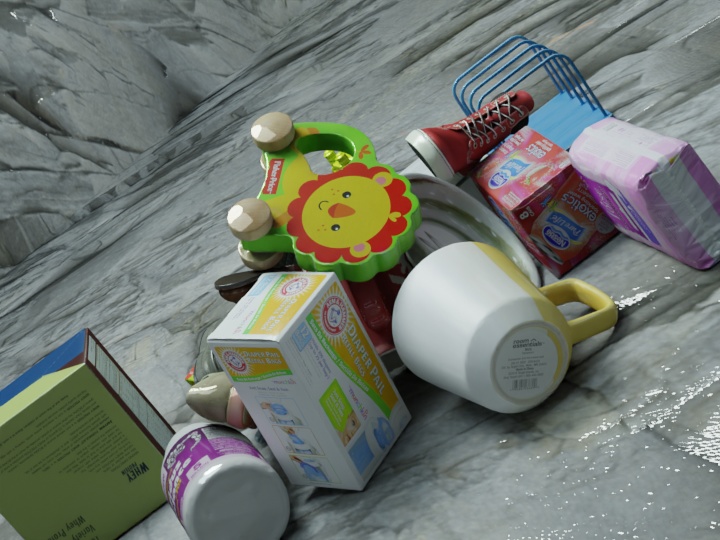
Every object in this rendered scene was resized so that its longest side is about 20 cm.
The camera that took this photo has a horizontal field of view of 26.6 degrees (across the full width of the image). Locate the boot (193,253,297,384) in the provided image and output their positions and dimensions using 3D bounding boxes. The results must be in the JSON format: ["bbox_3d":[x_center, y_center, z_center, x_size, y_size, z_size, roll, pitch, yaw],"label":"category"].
[{"bbox_3d":[-0.140,0.049,1.807,0.130,0.068,0.201,-31,30,34],"label":"boot"}]

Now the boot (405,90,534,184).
[{"bbox_3d":[0.134,-0.167,1.782,0.144,0.073,0.200,-37,-7,11],"label":"boot"}]

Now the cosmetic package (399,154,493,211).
[{"bbox_3d":[0.118,-0.101,1.967,0.102,0.074,0.200,-39,21,-7],"label":"cosmetic package"}]

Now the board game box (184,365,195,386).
[{"bbox_3d":[-0.131,0.078,1.942,0.200,0.048,0.101,-53,21,-17],"label":"board game box"}]

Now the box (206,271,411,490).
[{"bbox_3d":[-0.049,0.111,1.542,0.101,0.201,0.113,-1,39,40],"label":"box"}]

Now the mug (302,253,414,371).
[{"bbox_3d":[0.009,-0.002,1.644,0.133,0.201,0.178,-17,-14,-25],"label":"mug"}]

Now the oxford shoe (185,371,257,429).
[{"bbox_3d":[-0.145,0.135,1.688,0.200,0.073,0.071,57,-136,-83],"label":"oxford shoe"}]

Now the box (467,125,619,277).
[{"bbox_3d":[0.204,-0.081,1.715,0.095,0.100,0.200,-37,19,1],"label":"box"}]

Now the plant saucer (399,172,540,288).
[{"bbox_3d":[0.102,-0.021,1.640,0.050,0.200,0.200,-51,11,27],"label":"plant saucer"}]

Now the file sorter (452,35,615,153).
[{"bbox_3d":[0.215,-0.214,1.976,0.139,0.123,0.200,-38,19,1],"label":"file sorter"}]

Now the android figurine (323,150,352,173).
[{"bbox_3d":[0.029,-0.072,1.858,0.041,0.200,0.182,-44,21,-8],"label":"android figurine"}]

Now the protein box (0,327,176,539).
[{"bbox_3d":[-0.349,0.220,1.855,0.198,0.200,0.135,-36,18,3],"label":"protein box"}]

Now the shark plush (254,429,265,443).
[{"bbox_3d":[-0.072,0.107,1.764,0.200,0.083,0.091,-47,58,20],"label":"shark plush"}]

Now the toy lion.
[{"bbox_3d":[-0.030,-0.073,1.574,0.190,0.069,0.201,0,51,12],"label":"toy lion"}]

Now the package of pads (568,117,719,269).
[{"bbox_3d":[0.291,-0.081,1.521,0.076,0.121,0.200,-38,19,-3],"label":"package of pads"}]

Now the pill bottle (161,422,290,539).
[{"bbox_3d":[-0.151,0.227,1.615,0.112,0.112,0.200,-40,18,-8],"label":"pill bottle"}]

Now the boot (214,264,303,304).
[{"bbox_3d":[-0.088,0.097,1.630,0.064,0.201,0.186,-7,0,24],"label":"boot"}]

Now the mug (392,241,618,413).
[{"bbox_3d":[0.139,0.051,1.466,0.187,0.149,0.153,-46,27,-4],"label":"mug"}]
